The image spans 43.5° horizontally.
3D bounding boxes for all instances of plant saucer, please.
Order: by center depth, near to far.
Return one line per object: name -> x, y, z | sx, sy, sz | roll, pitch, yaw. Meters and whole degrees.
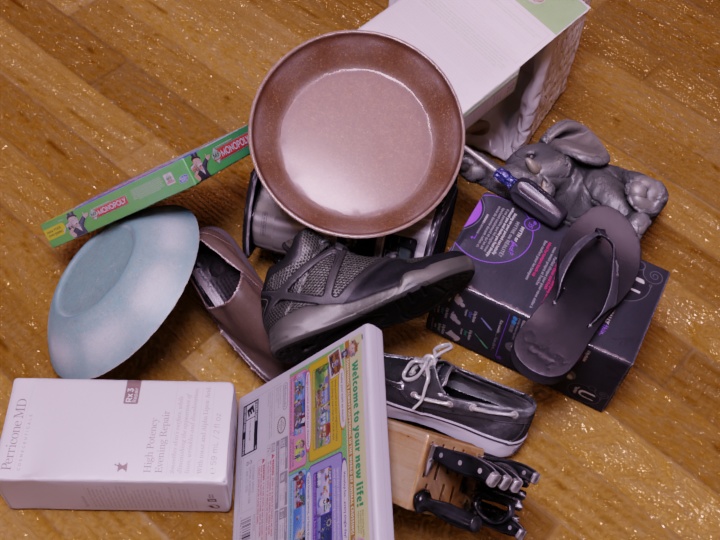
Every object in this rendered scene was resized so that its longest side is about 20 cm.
plant saucer -> -0.004, -0.124, 0.842 | 0.200, 0.037, 0.201 | 0, 80, -3
plant saucer -> -0.240, 0.009, 0.861 | 0.201, 0.039, 0.201 | -25, 42, 25

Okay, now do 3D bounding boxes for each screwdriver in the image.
screwdriver -> 0.120, -0.106, 0.894 | 0.200, 0.028, 0.029 | 36, 52, 10

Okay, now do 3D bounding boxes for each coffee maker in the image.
coffee maker -> -0.002, -0.075, 0.946 | 0.199, 0.135, 0.192 | 14, 54, 6

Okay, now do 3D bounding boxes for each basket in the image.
basket -> 0.146, -0.273, 1.060 | 0.200, 0.198, 0.161 | 27, 53, 16

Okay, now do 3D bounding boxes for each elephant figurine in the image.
elephant figurine -> 0.219, -0.094, 0.968 | 0.200, 0.155, 0.142 | 36, 86, 14

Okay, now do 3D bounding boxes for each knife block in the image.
knife block -> 0.044, 0.163, 0.751 | 0.199, 0.176, 0.064 | 16, 82, 8

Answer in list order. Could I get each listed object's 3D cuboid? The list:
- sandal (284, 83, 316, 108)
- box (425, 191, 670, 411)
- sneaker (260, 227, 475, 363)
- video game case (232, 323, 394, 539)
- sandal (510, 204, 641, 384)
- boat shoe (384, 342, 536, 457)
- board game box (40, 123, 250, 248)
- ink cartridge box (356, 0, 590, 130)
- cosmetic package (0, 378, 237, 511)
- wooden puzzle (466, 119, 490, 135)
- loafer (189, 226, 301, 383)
sandal -> -0.025, -0.204, 0.949 | 0.080, 0.057, 0.201 | 16, 20, 21
box -> 0.182, 0.030, 0.898 | 0.200, 0.106, 0.122 | 26, 59, 14
sneaker -> 0.000, 0.000, 0.828 | 0.199, 0.076, 0.114 | -20, 65, 1
video game case -> -0.045, 0.168, 0.763 | 0.022, 0.182, 0.200 | 27, 45, -35
sandal -> 0.204, 0.016, 0.819 | 0.076, 0.043, 0.200 | 25, 60, 13
boat shoe -> 0.066, 0.108, 0.849 | 0.199, 0.068, 0.074 | 24, 35, 12
board game box -> -0.207, -0.086, 0.904 | 0.200, 0.029, 0.135 | -18, 14, 30
ink cartridge box -> 0.110, -0.240, 0.916 | 0.200, 0.048, 0.146 | -39, 72, -14
cosmetic package -> -0.213, 0.156, 0.808 | 0.199, 0.074, 0.102 | 1, 54, -4
wooden puzzle -> 0.024, -0.163, 1.000 | 0.185, 0.037, 0.200 | 19, 21, 26
loafer -> -0.115, 0.041, 0.870 | 0.073, 0.071, 0.200 | -46, 77, 10
